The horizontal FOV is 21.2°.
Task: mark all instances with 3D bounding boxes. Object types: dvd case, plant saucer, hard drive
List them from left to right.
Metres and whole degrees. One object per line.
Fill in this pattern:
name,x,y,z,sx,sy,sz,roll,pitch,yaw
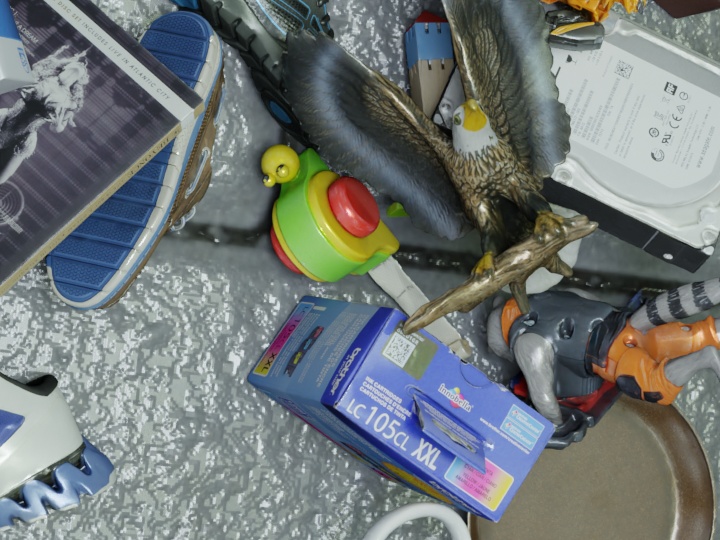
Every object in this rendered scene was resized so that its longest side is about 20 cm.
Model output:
dvd case,-0.215,-0.080,1.161,0.149,0.016,0.200,41,74,18
plant saucer,0.159,0.171,1.354,0.199,0.032,0.201,0,91,-22
hard drive,0.155,-0.102,1.250,0.199,0.038,0.140,26,64,-1

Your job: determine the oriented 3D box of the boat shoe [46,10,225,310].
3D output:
boat shoe,-0.128,-0.059,1.201,0.201,0.072,0.072,-66,155,-15

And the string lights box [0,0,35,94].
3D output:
string lights box,-0.273,-0.190,1.120,0.102,0.059,0.201,-18,91,9

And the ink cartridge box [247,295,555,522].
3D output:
ink cartridge box,0.028,0.084,1.206,0.136,0.200,0.077,36,78,-19

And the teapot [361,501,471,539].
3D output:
teapot,0.087,0.263,1.249,0.197,0.200,0.146,27,68,20

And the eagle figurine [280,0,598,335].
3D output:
eagle figurine,0.062,-0.080,1.158,0.151,0.151,0.201,-9,59,-34

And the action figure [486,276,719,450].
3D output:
action figure,0.175,0.036,1.277,0.200,0.193,0.105,-48,132,-52

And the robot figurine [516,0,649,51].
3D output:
robot figurine,0.097,-0.219,1.239,0.199,0.058,0.145,26,55,12

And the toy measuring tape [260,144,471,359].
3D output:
toy measuring tape,0.000,0.000,1.261,0.074,0.074,0.200,-44,106,-16

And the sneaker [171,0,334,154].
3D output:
sneaker,-0.041,-0.151,1.242,0.082,0.073,0.200,-45,107,-17

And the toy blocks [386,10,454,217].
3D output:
toy blocks,0.107,-0.107,1.302,0.199,0.100,0.138,-3,80,-15

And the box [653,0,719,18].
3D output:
box,0.188,-0.274,1.336,0.200,0.075,0.100,34,77,-21

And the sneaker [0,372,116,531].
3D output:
sneaker,-0.256,0.113,1.162,0.199,0.080,0.116,-23,96,-27
